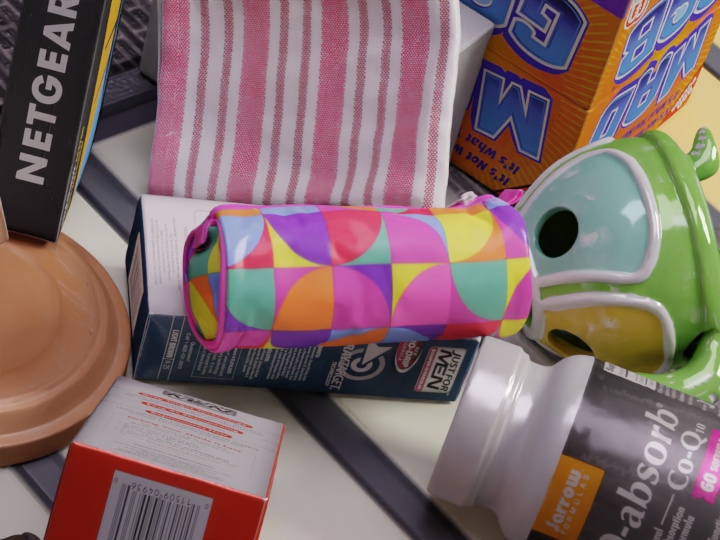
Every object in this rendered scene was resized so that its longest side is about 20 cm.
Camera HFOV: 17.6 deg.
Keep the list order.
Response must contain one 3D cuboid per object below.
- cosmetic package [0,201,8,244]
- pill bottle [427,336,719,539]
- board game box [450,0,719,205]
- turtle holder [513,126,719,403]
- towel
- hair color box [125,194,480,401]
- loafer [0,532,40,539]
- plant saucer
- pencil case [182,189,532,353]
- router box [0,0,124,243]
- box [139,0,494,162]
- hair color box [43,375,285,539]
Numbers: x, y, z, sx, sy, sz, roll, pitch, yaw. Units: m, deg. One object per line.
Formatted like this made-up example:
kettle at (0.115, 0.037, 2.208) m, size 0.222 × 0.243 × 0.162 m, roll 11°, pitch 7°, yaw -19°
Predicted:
cosmetic package at (-0.306, -0.027, 1.277) m, size 0.199 × 0.088 × 0.103 m, roll -27°, pitch 47°, yaw -22°
pill bottle at (0.145, 0.116, 1.300) m, size 0.199 × 0.117 × 0.117 m, roll 21°, pitch 42°, yaw 4°
board game box at (0.122, -0.198, 1.564) m, size 0.199 × 0.201 × 0.200 m, roll 34°, pitch 44°, yaw 18°
turtle holder at (0.162, 0.011, 1.425) m, size 0.131 × 0.141 × 0.187 m, roll -10°, pitch 87°, yaw -8°
towel at (-0.037, -0.109, 1.421) m, size 0.198 × 0.148 × 0.030 m, roll 4°, pitch 2°, yaw 22°
hair color box at (-0.036, 0.017, 1.384) m, size 0.198 × 0.061 × 0.100 m, roll 5°, pitch 46°, yaw -14°
loafer at (-0.202, 0.200, 1.122) m, size 0.070 × 0.073 × 0.201 m, roll 17°, pitch 42°, yaw -2°
plant saucer at (-0.229, 0.027, 1.330) m, size 0.199 × 0.032 × 0.201 m, roll 10°, pitch 42°, yaw -9°
pencil case at (0.000, 0.000, 1.311) m, size 0.198 × 0.089 × 0.089 m, roll -4°, pitch 46°, yaw -23°
router box at (-0.172, -0.139, 1.379) m, size 0.051 × 0.201 × 0.149 m, roll 13°, pitch 28°, yaw -4°
box at (-0.031, -0.144, 1.511) m, size 0.199 × 0.125 × 0.097 m, roll 35°, pitch 44°, yaw 18°
hair color box at (-0.096, 0.109, 1.190) m, size 0.101 × 0.062 × 0.200 m, roll 16°, pitch 7°, yaw -1°
